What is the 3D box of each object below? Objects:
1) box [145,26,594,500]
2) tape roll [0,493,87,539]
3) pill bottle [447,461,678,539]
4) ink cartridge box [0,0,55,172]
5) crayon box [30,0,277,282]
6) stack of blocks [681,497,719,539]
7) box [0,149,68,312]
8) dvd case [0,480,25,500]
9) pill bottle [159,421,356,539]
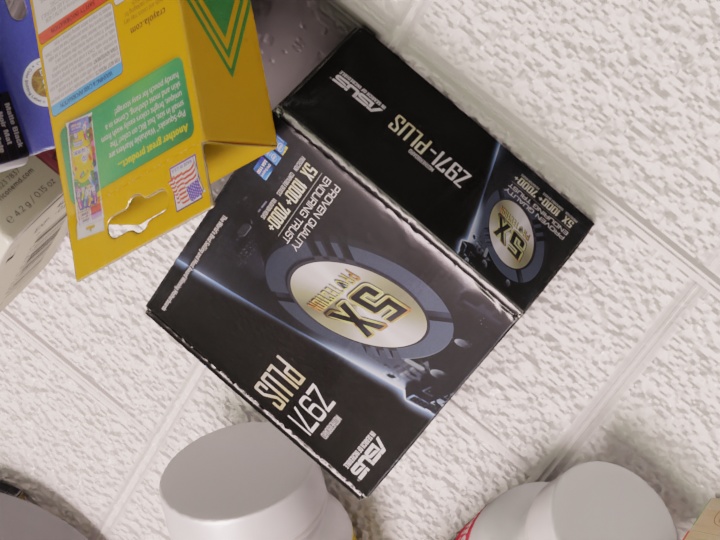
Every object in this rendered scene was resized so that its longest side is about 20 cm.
[{"bbox_3d":[0.000,0.000,1.456,0.164,0.086,0.200,41,138,2],"label":"box"},{"bbox_3d":[-0.246,0.241,1.819,0.199,0.066,0.201,12,129,15],"label":"tape roll"},{"bbox_3d":[0.091,0.185,1.518,0.111,0.111,0.200,43,138,0],"label":"pill bottle"},{"bbox_3d":[-0.261,-0.135,1.471,0.199,0.041,0.201,-18,94,11],"label":"ink cartridge box"},{"bbox_3d":[-0.109,-0.107,1.402,0.125,0.051,0.201,-25,70,46],"label":"crayon box"},{"bbox_3d":[0.267,0.198,1.432,0.199,0.059,0.116,10,128,32],"label":"stack of blocks"},{"bbox_3d":[-0.262,-0.073,1.580,0.200,0.109,0.128,41,138,3],"label":"box"},{"bbox_3d":[-0.285,0.204,1.891,0.148,0.016,0.201,19,134,24],"label":"dvd case"},{"bbox_3d":[-0.050,0.198,1.634,0.114,0.114,0.201,8,127,32],"label":"pill bottle"}]
